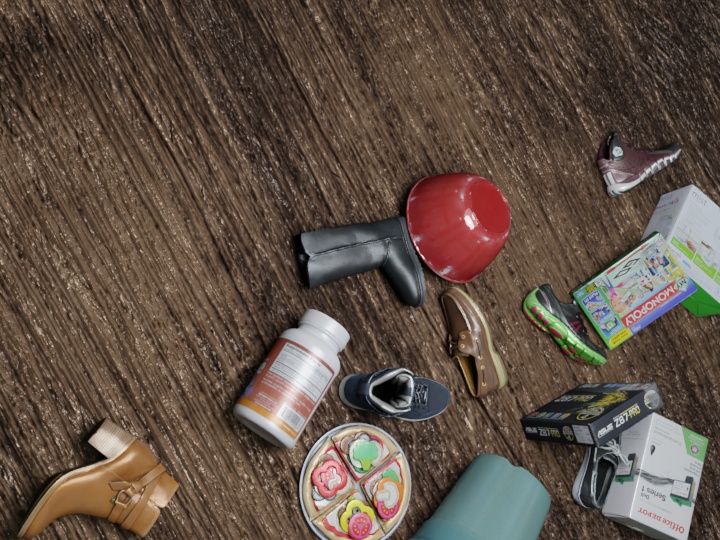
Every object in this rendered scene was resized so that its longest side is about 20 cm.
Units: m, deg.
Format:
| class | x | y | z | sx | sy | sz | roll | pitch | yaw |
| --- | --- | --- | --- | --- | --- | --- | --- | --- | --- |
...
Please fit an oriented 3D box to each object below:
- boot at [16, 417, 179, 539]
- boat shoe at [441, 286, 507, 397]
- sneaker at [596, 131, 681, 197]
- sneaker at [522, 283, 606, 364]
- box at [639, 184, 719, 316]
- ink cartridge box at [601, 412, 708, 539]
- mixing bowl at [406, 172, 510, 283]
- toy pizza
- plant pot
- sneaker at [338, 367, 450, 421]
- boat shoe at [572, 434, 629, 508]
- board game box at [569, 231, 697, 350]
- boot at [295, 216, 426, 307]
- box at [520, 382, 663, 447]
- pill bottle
| class | x | y | z | sx | sy | sz | roll | pitch | yaw |
| --- | --- | --- | --- | --- | --- | --- | --- | --- | --- |
| boot | -0.367 | 0.331 | 1.149 | 0.155 | 0.074 | 0.200 | 46 | 70 | -14 |
| boat shoe | 0.189 | 0.127 | 1.416 | 0.067 | 0.072 | 0.202 | -26 | 94 | -26 |
| sneaker | 0.555 | -0.240 | 1.634 | 0.199 | 0.076 | 0.116 | -31 | 91 | -24 |
| sneaker | 0.393 | 0.101 | 1.505 | 0.200 | 0.077 | 0.084 | 43 | 72 | -12 |
| box | 0.676 | -0.039 | 1.637 | 0.199 | 0.097 | 0.178 | 36 | 69 | -13 |
| ink cartridge box | 0.552 | 0.387 | 1.518 | 0.145 | 0.084 | 0.202 | 25 | 72 | -17 |
| mixing bowl | 0.188 | -0.091 | 1.404 | 0.198 | 0.108 | 0.203 | 16 | 62 | -34 |
| toy pizza | -0.003 | 0.351 | 1.319 | 0.198 | 0.032 | 0.203 | 4 | 79 | -22 |
| plant pot | 0.203 | 0.421 | 1.316 | 0.200 | 0.200 | 0.196 | 46 | 60 | -10 |
| sneaker | 0.082 | 0.204 | 1.320 | 0.200 | 0.146 | 0.078 | 7 | 76 | -23 |
| boat shoe | 0.451 | 0.339 | 1.492 | 0.073 | 0.068 | 0.201 | 35 | 70 | -14 |
| board game box | 0.519 | 0.039 | 1.544 | 0.199 | 0.029 | 0.135 | -36 | 95 | 5 |
| boot | 0.000 | -0.001 | 1.360 | 0.198 | 0.066 | 0.167 | -10 | 77 | -27 |
| box | 0.399 | 0.249 | 1.414 | 0.160 | 0.200 | 0.050 | -21 | 91 | -24 |
| pill bottle | -0.102 | 0.166 | 1.266 | 0.112 | 0.112 | 0.201 | 37 | 69 | -13 |
